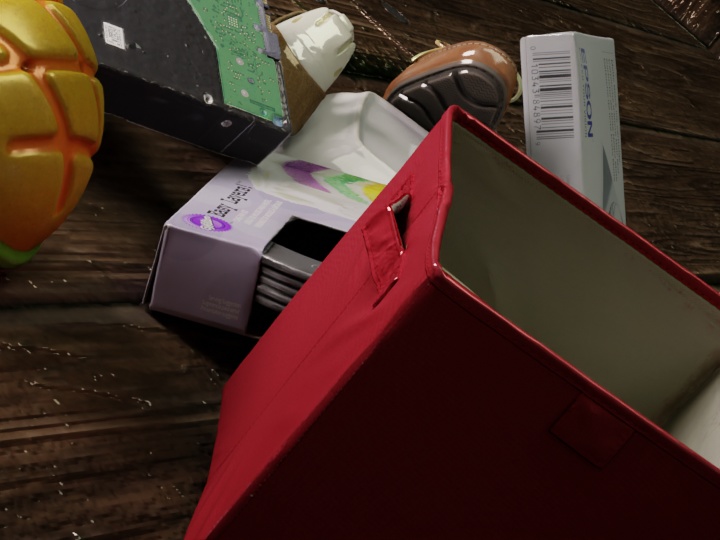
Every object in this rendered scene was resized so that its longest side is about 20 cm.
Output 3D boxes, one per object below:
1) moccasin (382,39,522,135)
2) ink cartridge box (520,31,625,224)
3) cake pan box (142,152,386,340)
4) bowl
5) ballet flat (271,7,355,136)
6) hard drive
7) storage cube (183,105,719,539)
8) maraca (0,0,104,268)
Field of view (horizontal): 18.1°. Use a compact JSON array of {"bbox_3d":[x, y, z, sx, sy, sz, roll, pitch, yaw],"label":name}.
[{"bbox_3d":[0.057,-0.110,1.466,0.074,0.078,0.201,35,-19,-1],"label":"moccasin"},{"bbox_3d":[0.152,-0.058,1.514,0.040,0.200,0.200,-3,4,16],"label":"ink cartridge box"},{"bbox_3d":[0.000,0.000,1.163,0.184,0.052,0.200,15,17,7],"label":"cake pan box"},{"bbox_3d":[0.030,-0.031,1.374,0.200,0.075,0.200,38,17,-7],"label":"bowl"},{"bbox_3d":[-0.036,-0.128,1.356,0.068,0.072,0.200,55,8,-6],"label":"ballet flat"},{"bbox_3d":[-0.132,-0.144,1.187,0.200,0.038,0.140,17,48,-35],"label":"hard drive"},{"bbox_3d":[0.051,0.076,0.929,0.200,0.180,0.171,35,23,-12],"label":"storage cube"},{"bbox_3d":[-0.171,-0.094,1.015,0.137,0.107,0.200,64,16,-52],"label":"maraca"}]
